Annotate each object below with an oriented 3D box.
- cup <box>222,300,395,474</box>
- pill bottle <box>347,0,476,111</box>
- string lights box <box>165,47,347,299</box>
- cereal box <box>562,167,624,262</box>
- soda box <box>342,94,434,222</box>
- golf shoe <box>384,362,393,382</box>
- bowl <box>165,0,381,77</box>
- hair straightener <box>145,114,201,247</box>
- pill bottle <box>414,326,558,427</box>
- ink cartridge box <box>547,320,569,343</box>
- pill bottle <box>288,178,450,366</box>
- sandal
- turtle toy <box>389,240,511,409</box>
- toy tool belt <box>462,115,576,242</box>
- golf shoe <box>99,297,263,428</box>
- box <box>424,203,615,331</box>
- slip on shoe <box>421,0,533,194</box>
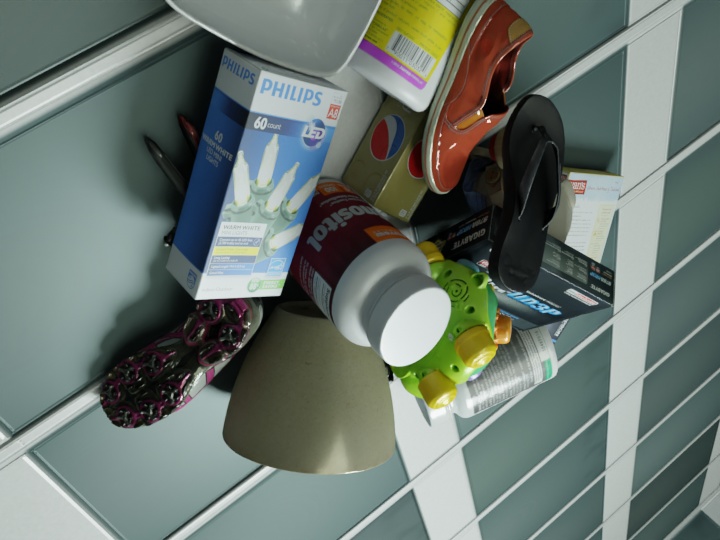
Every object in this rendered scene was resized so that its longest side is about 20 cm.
[{"bbox_3d":[-0.051,0.115,0.772,0.196,0.198,0.148,-1,100,-39],"label":"cup"},{"bbox_3d":[0.067,-0.260,0.640,0.103,0.104,0.203,20,106,-45],"label":"pill bottle"},{"bbox_3d":[-0.094,-0.079,0.618,0.101,0.059,0.205,-2,120,-47],"label":"string lights box"},{"bbox_3d":[0.310,-0.046,1.022,0.141,0.039,0.206,-2,110,-39],"label":"cereal box"},{"bbox_3d":[0.064,-0.160,0.736,0.063,0.068,0.203,17,108,-45],"label":"soda box"},{"bbox_3d":[0.075,0.064,0.891,0.200,0.094,0.078,-44,137,-7],"label":"golf shoe"},{"bbox_3d":[-0.060,-0.277,0.545,0.197,0.075,0.203,12,112,-43],"label":"bowl"},{"bbox_3d":[-0.156,-0.046,0.666,0.076,0.041,0.202,-35,140,-14],"label":"hair straightener"},{"bbox_3d":[0.168,0.136,0.985,0.195,0.114,0.115,-23,134,-6],"label":"pill bottle"},{"bbox_3d":[0.277,0.093,1.120,0.197,0.039,0.101,18,106,-46],"label":"ink cartridge box"},{"bbox_3d":[0.000,0.000,0.701,0.111,0.200,0.115,-21,132,-25],"label":"pill bottle"},{"bbox_3d":[0.181,-0.079,0.715,0.074,0.043,0.207,9,86,-26],"label":"sandal"},{"bbox_3d":[0.090,0.070,0.763,0.099,0.148,0.202,-5,142,-36],"label":"turtle toy"},{"bbox_3d":[0.171,-0.095,0.837,0.200,0.121,0.127,47,61,-43],"label":"toy tool belt"},{"bbox_3d":[-0.177,0.093,0.714,0.198,0.074,0.092,-35,177,10],"label":"golf shoe"},{"bbox_3d":[0.177,0.006,0.828,0.196,0.158,0.047,24,63,-24],"label":"box"},{"bbox_3d":[0.107,-0.152,0.660,0.074,0.061,0.203,-37,153,-42],"label":"slip on shoe"}]
